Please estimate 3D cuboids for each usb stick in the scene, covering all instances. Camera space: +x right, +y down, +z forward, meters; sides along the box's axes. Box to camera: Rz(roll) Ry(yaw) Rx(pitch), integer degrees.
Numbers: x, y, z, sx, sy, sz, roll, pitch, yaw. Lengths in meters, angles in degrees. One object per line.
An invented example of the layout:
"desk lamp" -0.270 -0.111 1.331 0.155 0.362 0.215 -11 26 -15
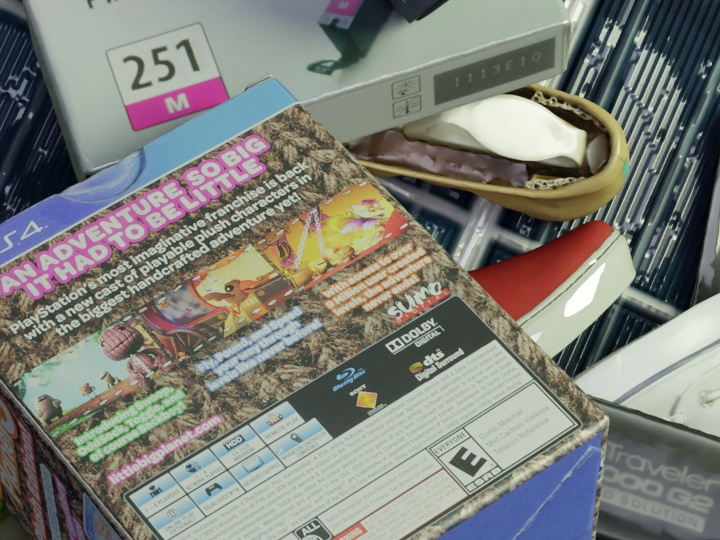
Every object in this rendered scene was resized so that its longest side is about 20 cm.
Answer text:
"usb stick" 0.094 0.078 1.076 0.199 0.033 0.056 17 79 5

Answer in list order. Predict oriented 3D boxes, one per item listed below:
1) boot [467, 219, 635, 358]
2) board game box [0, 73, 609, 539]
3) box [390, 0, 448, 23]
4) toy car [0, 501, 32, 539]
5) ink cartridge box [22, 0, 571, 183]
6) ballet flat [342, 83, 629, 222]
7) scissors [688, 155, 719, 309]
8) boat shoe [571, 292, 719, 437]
"boot" 0.000 0.000 1.134 0.199 0.072 0.145 -31 88 -4
"board game box" -0.037 0.055 0.994 0.159 0.097 0.200 -30 57 -22
"box" 0.051 -0.215 1.080 0.200 0.051 0.158 -39 92 -21
"toy car" -0.122 0.195 1.086 0.163 0.158 0.201 20 110 11
"ink cartridge box" -0.038 -0.128 1.117 0.199 0.044 0.174 -18 63 -8
"ballet flat" 0.016 -0.070 1.143 0.199 0.063 0.069 11 85 -5
"scissors" 0.148 0.034 1.176 0.073 0.014 0.201 24 82 -1
"boat shoe" 0.143 0.049 1.135 0.199 0.072 0.066 -27 82 -15
